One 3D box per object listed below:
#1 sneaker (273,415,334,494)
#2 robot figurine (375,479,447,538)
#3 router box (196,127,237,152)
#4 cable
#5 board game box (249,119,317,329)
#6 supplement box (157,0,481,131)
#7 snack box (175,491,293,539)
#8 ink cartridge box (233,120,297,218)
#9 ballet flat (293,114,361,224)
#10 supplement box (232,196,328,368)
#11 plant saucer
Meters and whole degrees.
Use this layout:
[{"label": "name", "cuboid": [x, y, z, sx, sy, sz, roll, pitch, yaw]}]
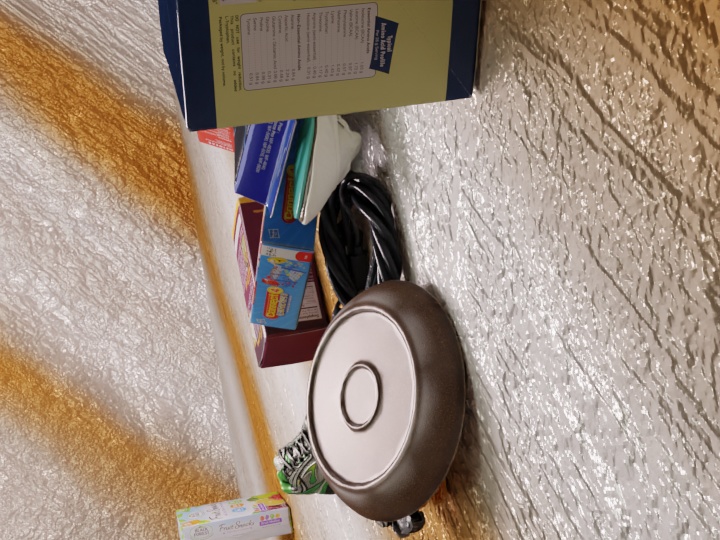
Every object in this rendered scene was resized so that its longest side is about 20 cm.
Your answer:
[{"label": "sneaker", "cuboid": [-0.066, 0.243, 1.341, 0.201, 0.084, 0.079, 101, 156, -52]}, {"label": "robot figurine", "cuboid": [0.023, 0.157, 0.957, 0.200, 0.058, 0.147, -164, 66, -68]}, {"label": "router box", "cuboid": [-0.126, -0.257, 1.120, 0.180, 0.048, 0.202, 98, -170, -68]}, {"label": "cable", "cuboid": [0.000, 0.000, 0.996, 0.164, 0.050, 0.202, -114, 22, -48]}, {"label": "board game box", "cuboid": [-0.079, -0.067, 1.148, 0.196, 0.055, 0.202, 109, 167, -61]}, {"label": "supplement box", "cuboid": [-0.032, -0.219, 0.679, 0.135, 0.197, 0.202, -116, 22, -51]}, {"label": "snack box", "cuboid": [-0.234, 0.461, 1.916, 0.142, 0.197, 0.054, 175, 87, -76]}, {"label": "ink cartridge box", "cuboid": [-0.096, -0.138, 1.019, 0.201, 0.039, 0.100, -107, 32, -62]}, {"label": "ballet flat", "cuboid": [-0.028, -0.141, 0.960, 0.069, 0.068, 0.203, 129, 142, -72]}, {"label": "supplement box", "cuboid": [-0.108, 0.012, 1.367, 0.111, 0.085, 0.202, 111, 148, -63]}, {"label": "plant saucer", "cuboid": [0.010, 0.107, 0.872, 0.199, 0.032, 0.203, -18, 67, 51]}]
